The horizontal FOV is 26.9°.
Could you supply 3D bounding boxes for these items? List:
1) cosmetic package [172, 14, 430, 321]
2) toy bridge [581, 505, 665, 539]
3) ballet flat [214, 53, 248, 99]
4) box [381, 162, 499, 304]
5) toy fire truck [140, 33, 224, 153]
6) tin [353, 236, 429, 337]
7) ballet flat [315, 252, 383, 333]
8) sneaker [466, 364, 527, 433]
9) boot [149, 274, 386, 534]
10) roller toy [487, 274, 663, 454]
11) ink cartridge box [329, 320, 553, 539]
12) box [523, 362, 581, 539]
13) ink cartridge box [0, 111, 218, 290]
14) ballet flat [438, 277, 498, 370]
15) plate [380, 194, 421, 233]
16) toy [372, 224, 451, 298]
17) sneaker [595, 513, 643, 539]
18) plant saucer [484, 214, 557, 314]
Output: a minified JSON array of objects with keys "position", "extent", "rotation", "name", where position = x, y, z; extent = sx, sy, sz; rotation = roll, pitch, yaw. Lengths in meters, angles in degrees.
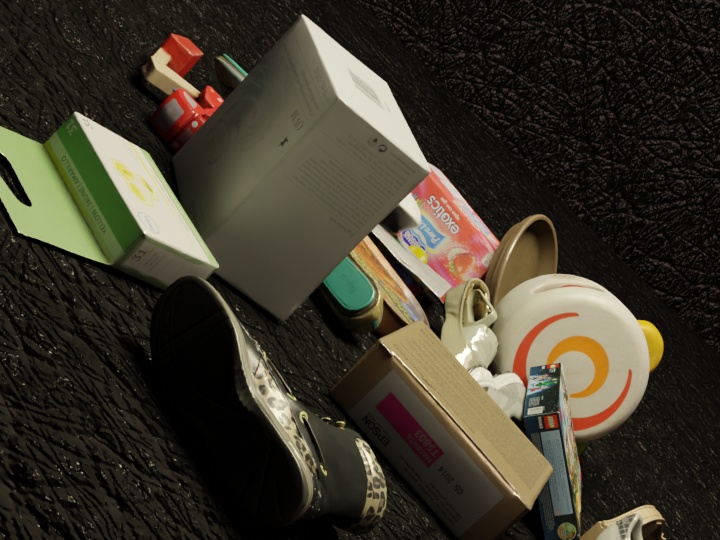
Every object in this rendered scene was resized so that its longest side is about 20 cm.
[{"position":[-0.063,-0.099,1.403],"extent":[0.123,0.200,0.200],"rotation":[35,17,-28],"name":"cosmetic package"},{"position":[0.307,0.292,1.683],"extent":[0.027,0.067,0.200],"rotation":[52,15,26],"name":"toy bridge"},{"position":[-0.105,-0.164,1.740],"extent":[0.200,0.074,0.074],"rotation":[40,15,-14],"name":"ballet flat"},{"position":[0.109,-0.046,1.985],"extent":[0.200,0.095,0.102],"rotation":[52,15,23],"name":"box"},{"position":[-0.187,-0.186,1.597],"extent":[0.141,0.049,0.200],"rotation":[47,15,2],"name":"toy fire truck"},{"position":[0.000,0.000,1.637],"extent":[0.200,0.042,0.112],"rotation":[53,11,8],"name":"tin"},{"position":[-0.037,-0.012,1.546],"extent":[0.071,0.071,0.200],"rotation":[26,24,-55],"name":"ballet flat"},{"position":[0.139,0.151,1.559],"extent":[0.080,0.074,0.200],"rotation":[53,12,17],"name":"sneaker"},{"position":[-0.066,0.106,1.098],"extent":[0.204,0.073,0.154],"rotation":[59,15,28],"name":"boot"},{"position":[0.238,0.098,1.753],"extent":[0.183,0.200,0.140],"rotation":[47,5,-8],"name":"roller toy"},{"position":[0.079,0.149,1.391],"extent":[0.200,0.075,0.165],"rotation":[49,15,7],"name":"ink cartridge box"},{"position":[0.205,0.189,1.587],"extent":[0.200,0.037,0.138],"rotation":[-53,132,-76],"name":"box"},{"position":[-0.213,-0.064,1.187],"extent":[0.200,0.048,0.146],"rotation":[30,22,-56],"name":"ink cartridge box"},{"position":[0.124,0.071,1.696],"extent":[0.069,0.069,0.200],"rotation":[41,24,-19],"name":"ballet flat"},{"position":[-0.006,-0.128,1.863],"extent":[0.200,0.032,0.200],"rotation":[46,-9,-5],"name":"plate"},{"position":[0.050,-0.002,1.790],"extent":[0.115,0.047,0.200],"rotation":[44,10,3],"name":"toy"},{"position":[0.301,0.340,1.504],"extent":[0.200,0.080,0.076],"rotation":[55,15,25],"name":"sneaker"},{"position":[0.202,0.025,1.933],"extent":[0.029,0.202,0.200],"rotation":[14,-2,27],"name":"plant saucer"}]
